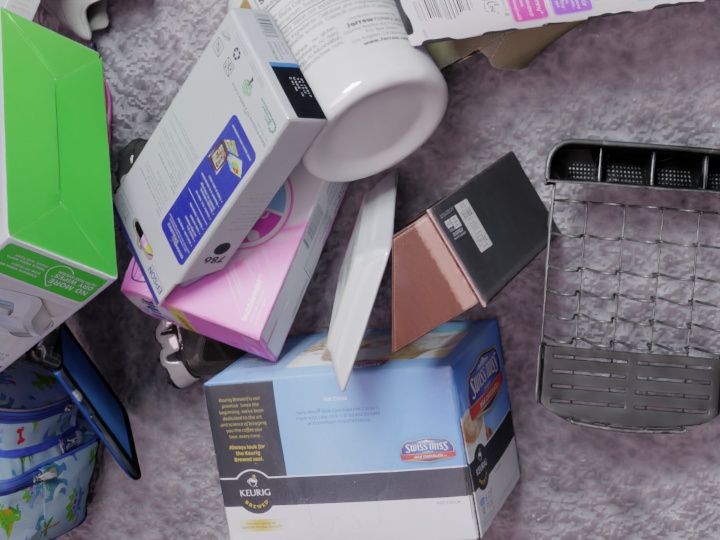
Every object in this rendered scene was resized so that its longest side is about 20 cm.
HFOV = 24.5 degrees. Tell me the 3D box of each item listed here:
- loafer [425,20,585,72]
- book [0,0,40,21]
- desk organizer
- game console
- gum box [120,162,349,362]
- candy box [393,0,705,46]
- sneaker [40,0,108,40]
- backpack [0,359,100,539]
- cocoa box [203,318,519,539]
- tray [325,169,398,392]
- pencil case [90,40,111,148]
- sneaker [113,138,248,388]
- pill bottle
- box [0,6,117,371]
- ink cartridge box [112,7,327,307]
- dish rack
[{"bbox_3d":[0.118,-0.177,1.164,0.198,0.076,0.069,-5,102,30],"label":"loafer"},{"bbox_3d":[-0.247,-0.284,1.224,0.133,0.048,0.202,38,106,48],"label":"book"},{"bbox_3d":[0.067,-0.015,1.149,0.077,0.200,0.072,-31,92,25],"label":"desk organizer"},{"bbox_3d":[-0.193,0.038,1.270,0.117,0.200,0.172,24,95,-15],"label":"game console"},{"bbox_3d":[-0.081,-0.050,1.222,0.112,0.066,0.202,19,77,14],"label":"gum box"},{"bbox_3d":[0.126,-0.242,1.088,0.198,0.169,0.072,-6,139,21],"label":"candy box"},{"bbox_3d":[-0.176,-0.260,1.254,0.092,0.076,0.200,45,121,-3],"label":"sneaker"},{"bbox_3d":[-0.323,0.149,1.328,0.181,0.200,0.149,15,108,16],"label":"backpack"},{"bbox_3d":[0.004,0.120,1.238,0.198,0.133,0.133,-6,101,21],"label":"cocoa box"},{"bbox_3d":[0.000,0.000,1.177,0.022,0.200,0.108,18,109,-3],"label":"tray"},{"bbox_3d":[-0.296,-0.123,1.313,0.198,0.094,0.092,-7,62,19],"label":"pencil case"},{"bbox_3d":[-0.130,-0.010,1.296,0.089,0.066,0.202,-10,102,18],"label":"sneaker"},{"bbox_3d":[-0.029,-0.172,1.162,0.114,0.114,0.201,-41,60,23],"label":"pill bottle"},{"bbox_3d":[-0.262,-0.047,1.174,0.176,0.096,0.202,-34,50,33],"label":"box"},{"bbox_3d":[-0.101,-0.074,1.136,0.200,0.039,0.100,-49,58,38],"label":"ink cartridge box"},{"bbox_3d":[0.195,0.014,1.156,0.151,0.055,0.203,4,93,1],"label":"dish rack"}]
